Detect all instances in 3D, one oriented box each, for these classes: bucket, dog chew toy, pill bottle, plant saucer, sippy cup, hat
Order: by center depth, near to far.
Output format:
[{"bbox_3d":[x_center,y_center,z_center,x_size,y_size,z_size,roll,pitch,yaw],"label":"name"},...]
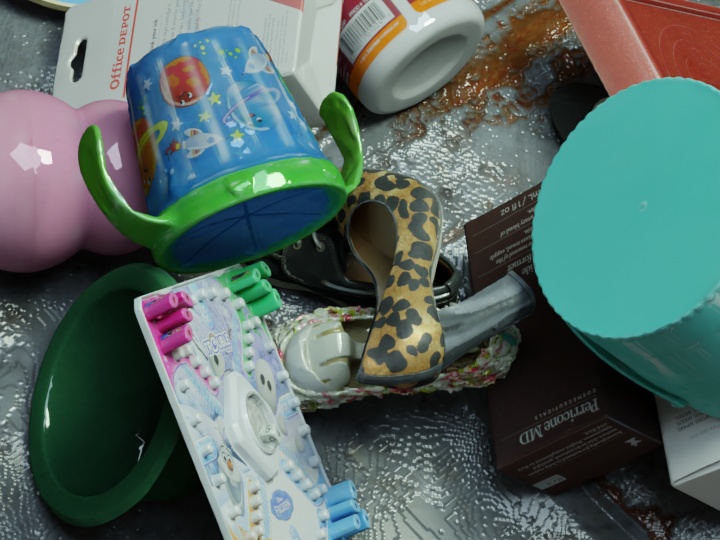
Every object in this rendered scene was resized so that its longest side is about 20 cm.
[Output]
[{"bbox_3d":[0.218,-0.020,1.618,0.135,0.207,0.208,27,46,-44],"label":"bucket"},{"bbox_3d":[-0.092,-0.084,1.641,0.139,0.178,0.131,-26,73,20],"label":"sippy cup"},{"bbox_3d":[-0.107,0.115,1.670,0.176,0.165,0.201,21,73,-40],"label":"hat"},{"bbox_3d":[-0.183,-0.064,1.717,0.199,0.125,0.125,-3,60,-17],"label":"dog chew toy"},{"bbox_3d":[0.255,-0.133,1.864,0.199,0.037,0.200,5,52,-48],"label":"plant saucer"},{"bbox_3d":[-0.007,-0.224,1.865,0.113,0.113,0.200,-28,69,-27],"label":"pill bottle"}]

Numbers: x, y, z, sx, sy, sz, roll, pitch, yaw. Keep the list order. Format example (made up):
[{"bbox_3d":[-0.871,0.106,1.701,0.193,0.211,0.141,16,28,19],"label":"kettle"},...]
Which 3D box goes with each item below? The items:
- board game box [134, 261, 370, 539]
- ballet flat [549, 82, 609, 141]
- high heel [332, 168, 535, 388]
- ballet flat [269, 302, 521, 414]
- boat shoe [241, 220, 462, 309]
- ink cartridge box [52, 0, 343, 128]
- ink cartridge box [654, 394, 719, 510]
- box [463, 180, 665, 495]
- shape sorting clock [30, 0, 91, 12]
[{"bbox_3d":[-0.064,0.096,1.584,0.026,0.200,0.201,-22,90,17],"label":"board game box"},{"bbox_3d":[0.219,-0.079,1.859,0.068,0.069,0.200,-30,70,-27],"label":"ballet flat"},{"bbox_3d":[0.000,0.000,1.651,0.142,0.072,0.200,-28,49,-35],"label":"high heel"},{"bbox_3d":[0.009,0.052,1.693,0.199,0.064,0.076,-10,75,4],"label":"ballet flat"},{"bbox_3d":[-0.021,-0.018,1.764,0.199,0.068,0.072,26,57,7],"label":"boat shoe"},{"bbox_3d":[-0.118,-0.149,1.788,0.199,0.068,0.117,-10,54,22],"label":"ink cartridge box"},{"bbox_3d":[0.268,0.068,1.732,0.145,0.084,0.201,28,45,-44],"label":"ink cartridge box"},{"bbox_3d":[0.139,0.042,1.736,0.075,0.100,0.201,24,47,-43],"label":"box"},{"bbox_3d":[-0.215,-0.276,1.890,0.199,0.039,0.201,6,58,-10],"label":"shape sorting clock"}]
